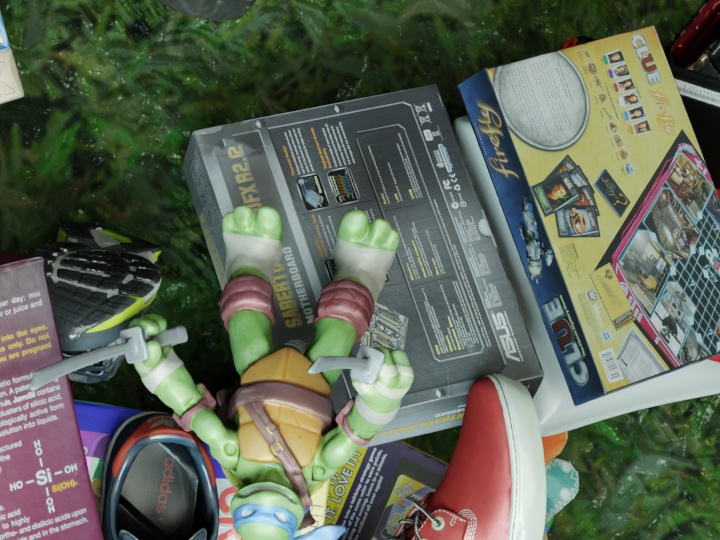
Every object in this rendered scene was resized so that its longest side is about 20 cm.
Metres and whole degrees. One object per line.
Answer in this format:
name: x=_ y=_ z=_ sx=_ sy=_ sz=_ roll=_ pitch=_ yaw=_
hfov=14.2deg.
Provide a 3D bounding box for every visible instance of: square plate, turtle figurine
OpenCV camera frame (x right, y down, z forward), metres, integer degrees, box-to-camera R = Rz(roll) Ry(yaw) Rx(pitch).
square plate: x=0.157 y=-0.011 z=1.793 sx=0.199 sy=0.028 sz=0.200 roll=-10 pitch=84 yaw=-42
turtle figurine: x=-0.044 y=0.033 z=1.535 sx=0.200 sy=0.143 sz=0.195 roll=47 pitch=35 yaw=-33

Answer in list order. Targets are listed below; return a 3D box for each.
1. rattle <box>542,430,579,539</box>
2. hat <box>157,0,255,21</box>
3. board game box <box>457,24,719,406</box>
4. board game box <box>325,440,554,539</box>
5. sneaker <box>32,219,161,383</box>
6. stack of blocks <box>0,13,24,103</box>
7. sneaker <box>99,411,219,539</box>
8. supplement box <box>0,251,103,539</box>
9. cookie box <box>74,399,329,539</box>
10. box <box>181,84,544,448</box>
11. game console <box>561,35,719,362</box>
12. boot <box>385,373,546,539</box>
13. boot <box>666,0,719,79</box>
rattle: x=0.063 y=0.201 z=1.756 sx=0.130 sy=0.142 sz=0.202 roll=13 pitch=67 yaw=-57
hat: x=-0.081 y=-0.197 z=1.699 sx=0.199 sy=0.201 sz=0.081 roll=-8 pitch=135 yaw=-26
board game box: x=0.150 y=-0.035 z=1.711 sx=0.135 sy=0.035 sz=0.201 roll=-16 pitch=83 yaw=-34
board game box: x=0.007 y=0.208 z=1.775 sx=0.165 sy=0.057 sz=0.201 roll=28 pitch=79 yaw=-22
sneaker: x=-0.150 y=0.027 z=1.625 sx=0.073 sy=0.200 sz=0.082 roll=12 pitch=99 yaw=1
stack of blocks: x=-0.301 y=-0.123 z=1.611 sx=0.199 sy=0.058 sz=0.116 roll=-20 pitch=100 yaw=-25
sneaker: x=-0.112 y=0.177 z=1.584 sx=0.074 sy=0.084 sz=0.202 roll=-2 pitch=86 yaw=-13
supplement box: x=-0.203 y=0.095 z=1.534 sx=0.085 sy=0.110 sz=0.202 roll=-16 pitch=101 yaw=-26
cookie box: x=-0.126 y=0.168 z=1.665 sx=0.198 sy=0.075 sz=0.173 roll=8 pitch=83 yaw=-12
box: x=0.000 y=0.000 z=1.686 sx=0.157 sy=0.048 sz=0.201 roll=-13 pitch=67 yaw=-18
game console: x=0.200 y=-0.038 z=1.782 sx=0.199 sy=0.031 sz=0.178 roll=15 pitch=67 yaw=-27
boot: x=0.024 y=0.154 z=1.619 sx=0.143 sy=0.072 sz=0.202 roll=5 pitch=98 yaw=-13
boot: x=0.256 y=-0.083 z=1.875 sx=0.151 sy=0.073 sz=0.200 roll=45 pitch=61 yaw=-20
